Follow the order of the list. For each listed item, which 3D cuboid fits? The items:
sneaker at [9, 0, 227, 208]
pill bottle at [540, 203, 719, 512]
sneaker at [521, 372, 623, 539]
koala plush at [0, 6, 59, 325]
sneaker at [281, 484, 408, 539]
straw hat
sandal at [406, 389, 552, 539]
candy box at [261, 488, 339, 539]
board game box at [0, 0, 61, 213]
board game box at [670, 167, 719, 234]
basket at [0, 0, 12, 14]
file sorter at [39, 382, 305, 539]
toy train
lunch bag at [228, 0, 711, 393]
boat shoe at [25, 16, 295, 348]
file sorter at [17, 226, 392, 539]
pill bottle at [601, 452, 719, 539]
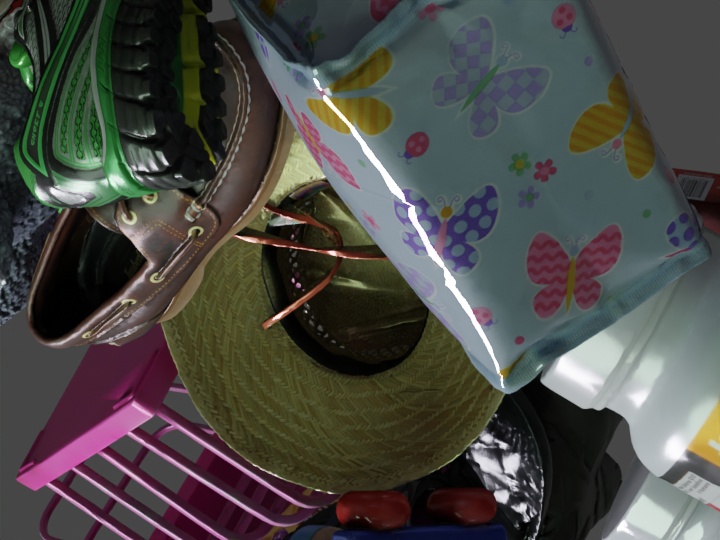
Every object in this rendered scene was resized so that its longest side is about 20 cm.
[{"bbox_3d":[-0.103,-0.115,0.812,0.085,0.201,0.078,-15,143,21],"label":"sneaker"},{"bbox_3d":[0.182,0.053,0.840,0.199,0.117,0.117,28,152,2],"label":"pill bottle"},{"bbox_3d":[0.094,0.103,1.073,0.075,0.091,0.201,18,148,26],"label":"sneaker"},{"bbox_3d":[-0.196,-0.052,0.981,0.183,0.178,0.199,32,154,-26],"label":"koala plush"},{"bbox_3d":[0.014,0.159,1.112,0.076,0.199,0.077,-7,111,57],"label":"sneaker"},{"bbox_3d":[0.000,0.000,0.991,0.200,0.203,0.085,22,-165,17],"label":"straw hat"},{"bbox_3d":[0.055,0.134,1.037,0.075,0.048,0.202,16,124,26],"label":"sandal"},{"bbox_3d":[-0.025,0.191,1.206,0.056,0.200,0.117,33,156,31],"label":"candy box"},{"bbox_3d":[-0.142,-0.086,1.064,0.134,0.029,0.200,39,151,-13],"label":"board game box"},{"bbox_3d":[0.207,0.033,0.926,0.102,0.020,0.201,11,146,35],"label":"board game box"},{"bbox_3d":[-0.249,-0.173,0.853,0.199,0.199,0.161,11,149,31],"label":"basket"},{"bbox_3d":[-0.094,0.184,1.332,0.125,0.139,0.200,6,143,41],"label":"file sorter"},{"bbox_3d":[-0.028,0.143,0.940,0.115,0.085,0.199,-4,174,38],"label":"toy train"},{"bbox_3d":[0.029,-0.082,0.799,0.170,0.127,0.200,57,176,-32],"label":"lunch bag"},{"bbox_3d":[-0.092,-0.031,0.908,0.071,0.070,0.201,53,136,23],"label":"boat shoe"},{"bbox_3d":[-0.077,0.069,1.121,0.125,0.140,0.200,34,152,-13],"label":"file sorter"},{"bbox_3d":[0.218,0.134,0.938,0.199,0.113,0.112,28,152,3],"label":"pill bottle"}]
